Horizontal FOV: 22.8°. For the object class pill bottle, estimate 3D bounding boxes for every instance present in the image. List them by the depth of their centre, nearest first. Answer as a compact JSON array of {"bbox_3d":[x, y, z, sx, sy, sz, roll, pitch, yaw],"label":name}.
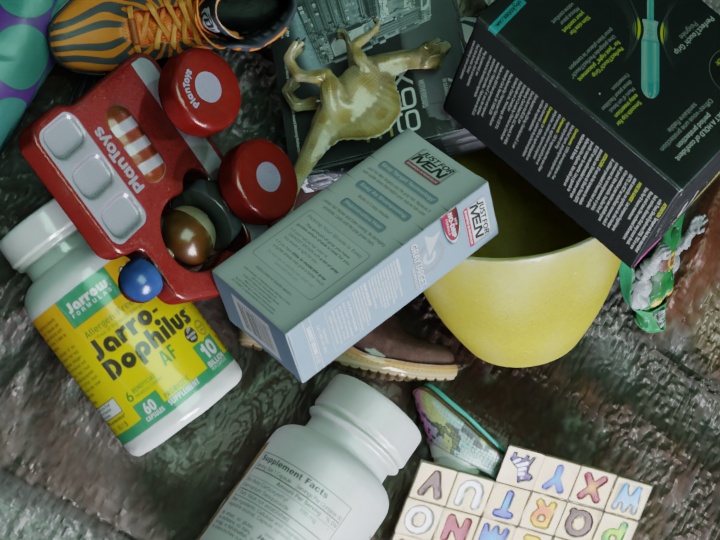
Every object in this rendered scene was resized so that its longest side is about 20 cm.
[{"bbox_3d":[-0.193,0.036,1.408,0.113,0.113,0.201,-37,93,-18],"label":"pill bottle"},{"bbox_3d":[-0.042,0.188,1.429,0.114,0.114,0.200,39,74,-8],"label":"pill bottle"}]

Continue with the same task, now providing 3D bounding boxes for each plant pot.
[{"bbox_3d":[0.131,-0.006,1.479,0.199,0.200,0.143,-21,125,-18],"label":"plant pot"}]

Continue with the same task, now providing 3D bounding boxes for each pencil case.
[{"bbox_3d":[-0.299,-0.161,1.420,0.092,0.085,0.201,31,75,-6],"label":"pencil case"}]

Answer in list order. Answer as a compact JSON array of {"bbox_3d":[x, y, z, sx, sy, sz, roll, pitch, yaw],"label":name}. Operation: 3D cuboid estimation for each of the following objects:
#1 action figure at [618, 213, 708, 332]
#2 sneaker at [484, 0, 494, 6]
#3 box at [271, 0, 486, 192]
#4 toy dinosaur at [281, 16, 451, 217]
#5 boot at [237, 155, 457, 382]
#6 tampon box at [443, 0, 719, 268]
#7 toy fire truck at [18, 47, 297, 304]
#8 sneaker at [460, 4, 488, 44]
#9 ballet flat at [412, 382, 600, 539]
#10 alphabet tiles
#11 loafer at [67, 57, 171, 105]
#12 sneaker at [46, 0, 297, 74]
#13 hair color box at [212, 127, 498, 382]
[{"bbox_3d":[0.259,-0.033,1.538,0.118,0.054,0.201,-34,136,-42],"label":"action figure"},{"bbox_3d":[0.184,-0.197,1.510,0.200,0.099,0.070,46,104,13],"label":"sneaker"},{"bbox_3d":[0.008,-0.178,1.473,0.156,0.050,0.202,-13,68,10],"label":"box"},{"bbox_3d":[-0.019,-0.133,1.405,0.200,0.058,0.101,-46,68,-5],"label":"toy dinosaur"},{"bbox_3d":[0.000,0.000,1.489,0.198,0.072,0.168,14,81,-10],"label":"boot"},{"bbox_3d":[0.192,-0.136,1.360,0.200,0.126,0.150,42,64,11],"label":"tampon box"},{"bbox_3d":[-0.153,-0.061,1.357,0.201,0.112,0.168,57,48,-15],"label":"toy fire truck"},{"bbox_3d":[0.112,-0.152,1.540,0.199,0.080,0.130,-40,86,-27],"label":"sneaker"},{"bbox_3d":[0.113,0.177,1.505,0.199,0.069,0.071,36,86,-11],"label":"ballet flat"},{"bbox_3d":[0.125,0.227,1.489,0.198,0.008,0.168,16,105,-14],"label":"alphabet tiles"},{"bbox_3d":[-0.192,-0.156,1.461,0.071,0.063,0.201,23,77,-13],"label":"loafer"},{"bbox_3d":[-0.143,-0.199,1.387,0.199,0.112,0.078,-17,104,-14],"label":"sneaker"},{"bbox_3d":[-0.002,-0.014,1.355,0.200,0.061,0.099,-37,49,-18],"label":"hair color box"}]
